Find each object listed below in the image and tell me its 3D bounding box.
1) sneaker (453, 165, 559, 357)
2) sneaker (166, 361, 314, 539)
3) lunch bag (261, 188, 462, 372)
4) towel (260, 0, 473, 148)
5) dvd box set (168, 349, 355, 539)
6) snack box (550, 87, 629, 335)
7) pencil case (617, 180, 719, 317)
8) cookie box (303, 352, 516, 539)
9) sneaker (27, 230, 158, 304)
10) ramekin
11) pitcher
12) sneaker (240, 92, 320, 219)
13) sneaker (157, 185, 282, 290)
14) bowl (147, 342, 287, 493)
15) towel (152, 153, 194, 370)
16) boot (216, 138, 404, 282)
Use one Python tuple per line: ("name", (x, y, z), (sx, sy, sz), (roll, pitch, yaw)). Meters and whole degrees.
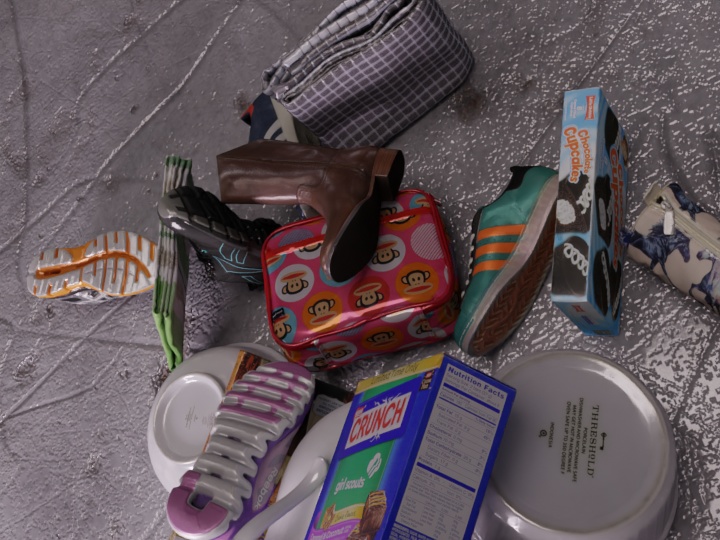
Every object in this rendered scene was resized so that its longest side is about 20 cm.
("sneaker", (0.138, -0.013, 1.010), (0.079, 0.071, 0.201), (26, 81, 37))
("sneaker", (-0.104, 0.180, 0.972), (0.080, 0.089, 0.201), (14, 56, 28))
("lunch bag", (0.000, 0.000, 1.054), (0.198, 0.082, 0.178), (-16, 54, 8))
("towel", (0.012, -0.212, 1.091), (0.199, 0.165, 0.086), (-36, 65, 13))
("dvd box set", (-0.089, 0.199, 1.024), (0.145, 0.029, 0.202), (23, 81, -11))
("snack box", (0.215, -0.052, 0.949), (0.037, 0.116, 0.203), (-2, 72, 28))
("pencil case", (0.322, 0.004, 0.886), (0.078, 0.089, 0.200), (-50, 58, 3))
("cookie box", (0.027, 0.181, 0.822), (0.171, 0.075, 0.202), (-32, 33, 63))
("sneaker", (-0.306, 0.003, 1.243), (0.198, 0.077, 0.079), (-3, 71, 25))
("ramekin", (0.173, 0.159, 0.866), (0.200, 0.095, 0.205), (-2, 60, 4))
("pitcher", (-0.036, 0.216, 0.939), (0.121, 0.172, 0.201), (30, 79, 30))
("sneaker", (-0.088, -0.121, 1.172), (0.084, 0.075, 0.202), (-31, 53, 20))
("sneaker", (-0.146, -0.025, 1.092), (0.079, 0.199, 0.076), (-43, 53, 17))
("bowl", (-0.158, 0.165, 1.092), (0.199, 0.090, 0.204), (-10, 68, 26))
("towel", (-0.201, -0.008, 1.143), (0.030, 0.150, 0.202), (0, 62, -1))
("boot", (-0.074, -0.067, 1.033), (0.198, 0.065, 0.187), (8, 43, 21))
